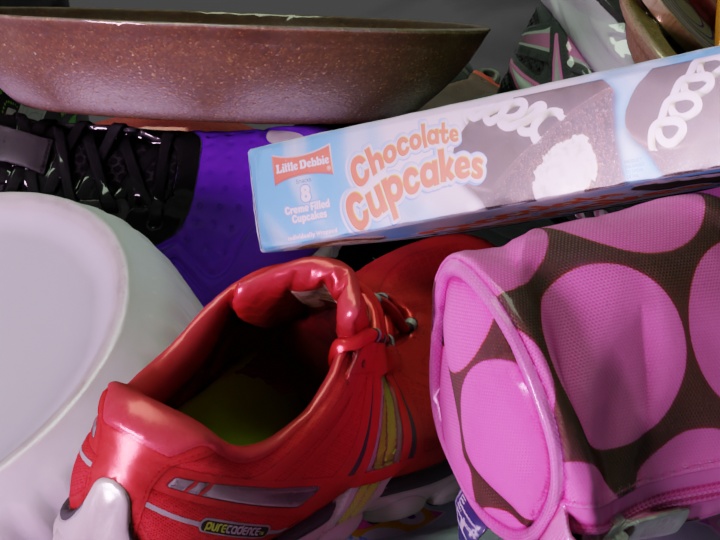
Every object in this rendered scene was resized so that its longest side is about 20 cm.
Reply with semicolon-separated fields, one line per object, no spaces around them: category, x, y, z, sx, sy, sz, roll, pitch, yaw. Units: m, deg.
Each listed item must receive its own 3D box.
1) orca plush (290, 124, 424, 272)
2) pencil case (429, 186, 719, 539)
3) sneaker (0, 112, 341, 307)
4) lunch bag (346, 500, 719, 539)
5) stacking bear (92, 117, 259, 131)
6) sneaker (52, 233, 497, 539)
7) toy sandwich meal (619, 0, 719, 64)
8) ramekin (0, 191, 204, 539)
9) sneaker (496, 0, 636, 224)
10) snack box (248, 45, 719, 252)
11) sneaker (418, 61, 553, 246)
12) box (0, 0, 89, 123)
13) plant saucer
orca plush;0.000;0.000;0.913;0.105;0.071;0.200;9;41;-2
pencil case;0.118;0.023;0.737;0.199;0.091;0.094;-14;53;-21
sneaker;-0.097;-0.021;0.914;0.200;0.100;0.070;-16;46;32
lunch bag;0.087;0.097;0.785;0.199;0.077;0.160;6;25;36
stacking bear;-0.061;0.029;1.004;0.113;0.122;0.200;-17;29;3
sneaker;-0.006;0.029;0.744;0.077;0.085;0.200;30;38;22
toy sandwich meal;0.190;-0.070;0.946;0.205;0.070;0.205;26;26;-13
ramekin;-0.125;0.065;0.825;0.199;0.105;0.201;-15;38;12
sneaker;0.109;-0.039;0.985;0.080;0.086;0.200;19;29;-26
snack box;0.077;-0.039;0.802;0.199;0.037;0.116;-10;-2;37
sneaker;0.058;-0.051;1.084;0.077;0.082;0.200;-19;-30;40
box;-0.204;-0.047;1.121;0.148;0.201;0.124;-3;19;17
plant saucer;-0.053;-0.076;0.941;0.200;0.037;0.200;3;7;0
